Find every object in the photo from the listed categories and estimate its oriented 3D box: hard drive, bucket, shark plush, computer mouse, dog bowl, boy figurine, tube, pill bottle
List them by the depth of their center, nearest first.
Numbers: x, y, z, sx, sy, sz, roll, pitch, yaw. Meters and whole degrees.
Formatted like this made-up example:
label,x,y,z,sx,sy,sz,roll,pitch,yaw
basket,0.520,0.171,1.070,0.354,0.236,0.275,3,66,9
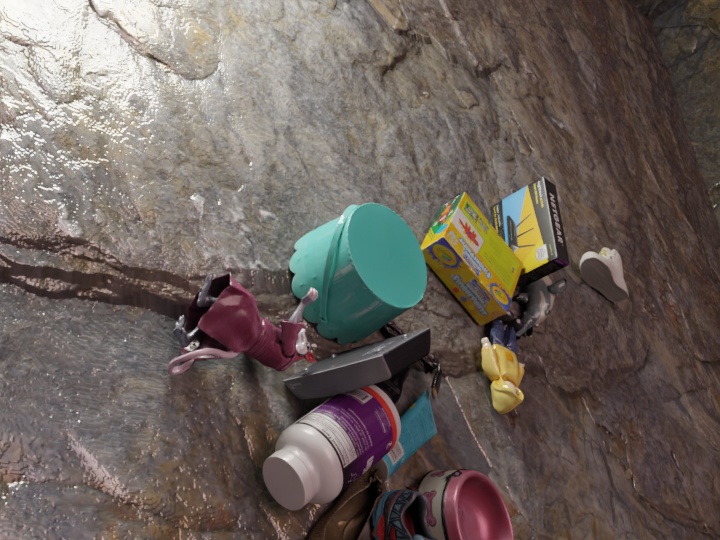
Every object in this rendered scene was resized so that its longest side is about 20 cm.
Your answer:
label,x,y,z,sx,sy,sz,roll,pitch,yaw
pill bottle,-0.039,0.242,1.105,0.199,0.112,0.114,-28,89,-46
hard drive,-0.002,0.136,1.149,0.134,0.198,0.043,-22,92,-50
dog bowl,0.167,0.403,1.249,0.199,0.073,0.203,35,43,-39
tube,0.071,0.263,1.271,0.199,0.050,0.079,-28,113,-54
bucket,0.000,0.000,1.283,0.206,0.134,0.210,26,50,-35
computer mouse,0.062,0.179,1.308,0.140,0.046,0.201,38,33,-8
boy figurine,0.272,0.174,1.532,0.124,0.064,0.202,39,40,-29
shark plush,0.357,0.076,1.713,0.083,0.091,0.201,34,63,-1

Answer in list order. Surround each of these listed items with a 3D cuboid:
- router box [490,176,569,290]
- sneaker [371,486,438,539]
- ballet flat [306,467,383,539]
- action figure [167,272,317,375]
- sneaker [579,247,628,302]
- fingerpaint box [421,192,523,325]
label,x,y,z,sx,sy,sz,roll,pitch,yaw
router box,0.355,-0.076,1.706,0.051,0.148,0.203,23,51,-37
sneaker,0.068,0.408,1.139,0.079,0.095,0.203,15,57,-40
ballet flat,-0.017,0.351,1.114,0.068,0.046,0.200,53,44,-12
action figure,-0.139,0.090,1.079,0.199,0.133,0.151,31,48,-28
sneaker,0.597,-0.016,2.000,0.200,0.073,0.117,39,41,-39
fingerpaint box,0.220,-0.023,1.586,0.200,0.073,0.168,48,40,-15
